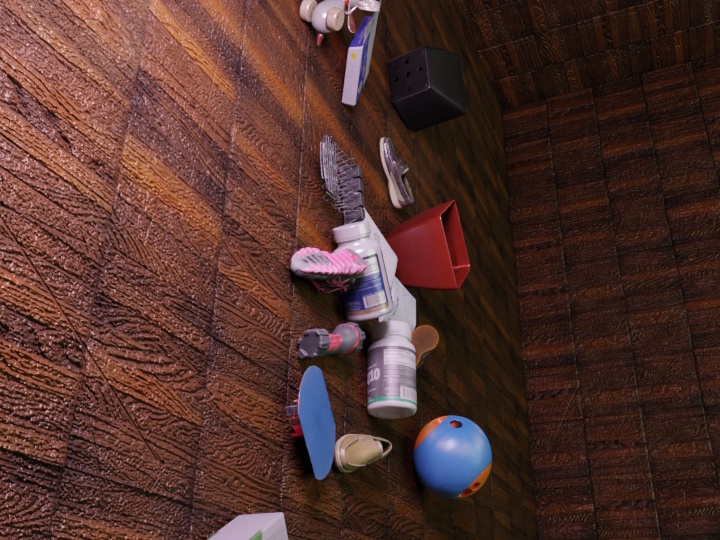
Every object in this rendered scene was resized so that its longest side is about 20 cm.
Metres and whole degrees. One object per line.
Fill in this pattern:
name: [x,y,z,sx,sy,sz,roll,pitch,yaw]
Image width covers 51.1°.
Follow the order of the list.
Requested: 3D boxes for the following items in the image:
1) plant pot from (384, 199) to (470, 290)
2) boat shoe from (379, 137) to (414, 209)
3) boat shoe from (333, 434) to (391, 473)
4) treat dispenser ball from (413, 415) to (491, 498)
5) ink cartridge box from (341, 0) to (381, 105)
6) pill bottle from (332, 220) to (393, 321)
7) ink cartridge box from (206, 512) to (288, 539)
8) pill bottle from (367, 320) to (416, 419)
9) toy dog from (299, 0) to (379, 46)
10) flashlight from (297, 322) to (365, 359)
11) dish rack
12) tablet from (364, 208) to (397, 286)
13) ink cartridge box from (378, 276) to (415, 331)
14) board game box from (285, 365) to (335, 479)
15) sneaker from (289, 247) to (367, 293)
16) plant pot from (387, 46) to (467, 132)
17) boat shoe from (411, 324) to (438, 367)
plant pot: [0.176,-0.056,2.022,0.200,0.174,0.203,-42,119,-65]
boat shoe: [0.104,-0.273,2.085,0.072,0.065,0.204,-37,115,-66]
boat shoe: [0.010,0.366,1.542,0.200,0.075,0.073,5,76,-68]
treat dispenser ball: [0.231,0.468,1.890,0.200,0.198,0.204,-10,90,-69]
ink cartridge box: [0.001,-0.544,1.861,0.199,0.046,0.202,-72,172,-49]
pill bottle: [0.000,0.000,1.635,0.111,0.109,0.203,-31,110,-67]
ink cartridge box: [-0.155,0.468,1.063,0.146,0.083,0.203,-10,90,-68]
pill bottle: [0.071,0.225,1.712,0.113,0.111,0.203,46,39,-55]
toy dog: [-0.059,-0.584,1.749,0.198,0.132,0.097,-22,139,-38]
flashlight: [-0.055,0.137,1.493,0.200,0.067,0.069,11,71,-68]
dish rack: [-0.049,-0.201,1.679,0.200,0.054,0.156,35,45,-58]
tablet: [0.032,-0.064,1.833,0.201,0.014,0.131,55,30,-28]
ink cartridge box: [0.096,0.135,1.906,0.160,0.047,0.203,47,37,-54]
board game box: [-0.094,0.276,1.376,0.158,0.038,0.203,-63,143,-65]
sneaker: [-0.071,0.010,1.504,0.198,0.096,0.079,1,39,-49]
plant pot: [0.189,-0.564,2.284,0.177,0.198,0.203,13,68,-55]
boat shoe: [0.131,0.208,1.900,0.070,0.071,0.200,40,39,10]
